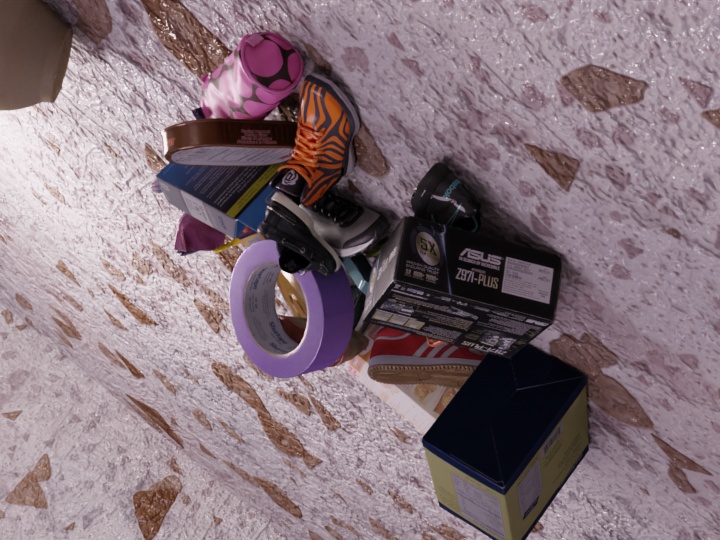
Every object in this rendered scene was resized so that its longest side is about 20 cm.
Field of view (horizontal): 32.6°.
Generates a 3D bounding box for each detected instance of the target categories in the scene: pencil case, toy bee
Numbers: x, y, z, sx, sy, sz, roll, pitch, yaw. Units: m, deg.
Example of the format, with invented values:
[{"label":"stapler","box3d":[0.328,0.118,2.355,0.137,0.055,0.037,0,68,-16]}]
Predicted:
[{"label":"pencil case","box3d":[-0.142,-0.235,1.544,0.094,0.090,0.200,61,153,-3]},{"label":"toy bee","box3d":[-0.174,-0.065,1.837,0.200,0.131,0.109,37,-154,-26]}]

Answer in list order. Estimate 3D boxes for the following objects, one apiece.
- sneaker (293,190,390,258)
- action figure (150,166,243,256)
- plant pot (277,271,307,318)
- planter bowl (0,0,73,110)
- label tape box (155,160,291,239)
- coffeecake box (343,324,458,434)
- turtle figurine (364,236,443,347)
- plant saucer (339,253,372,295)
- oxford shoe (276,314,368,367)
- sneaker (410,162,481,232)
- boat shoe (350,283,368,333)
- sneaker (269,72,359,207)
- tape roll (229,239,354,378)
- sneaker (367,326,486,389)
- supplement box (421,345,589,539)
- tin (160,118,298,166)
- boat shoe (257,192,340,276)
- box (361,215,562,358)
[{"label":"sneaker","box3d":[-0.040,-0.073,1.684,0.199,0.074,0.080,16,141,47]},{"label":"action figure","box3d":[-0.237,-0.117,1.878,0.147,0.134,0.201,6,124,0]},{"label":"plant pot","box3d":[-0.088,0.059,1.966,0.201,0.027,0.200,56,168,18]},{"label":"planter bowl","box3d":[-0.513,-0.328,1.862,0.134,0.202,0.200,15,159,-8]},{"label":"label tape box","box3d":[-0.160,-0.121,1.692,0.199,0.143,0.066,29,154,28]},{"label":"coffeecake box","box3d":[0.075,0.174,1.915,0.200,0.073,0.154,39,166,5]},{"label":"turtle figurine","box3d":[0.079,0.027,1.668,0.162,0.064,0.200,53,-178,-7]},{"label":"plant saucer","box3d":[0.000,0.000,1.689,0.070,0.019,0.200,40,-172,-25]},{"label":"oxford shoe","box3d":[-0.073,0.106,1.861,0.199,0.073,0.071,14,106,42]},{"label":"sneaker","box3d":[0.099,-0.047,1.502,0.079,0.076,0.200,33,156,14]},{"label":"boat shoe","box3d":[-0.009,0.054,1.855,0.060,0.076,0.200,33,156,5]},{"label":"sneaker","box3d":[-0.060,-0.147,1.528,0.077,0.112,0.201,30,155,23]},{"label":"tape roll","box3d":[-0.102,0.051,1.780,0.199,0.065,0.202,11,106,42]},{"label":"sneaker","box3d":[0.114,0.109,1.788,0.198,0.113,0.071,3,145,9]},{"label":"supplement box","box3d":[0.203,0.237,1.680,0.134,0.200,0.200,28,153,29]},{"label":"tin","box3d":[-0.160,-0.163,1.583,0.112,0.199,0.042,-10,84,55]},{"label":"boat shoe","box3d":[-0.084,-0.029,1.618,0.074,0.066,0.200,32,169,22]},{"label":"box","box3d":[0.120,0.023,1.480,0.198,0.087,0.164,14,158,-7]}]
